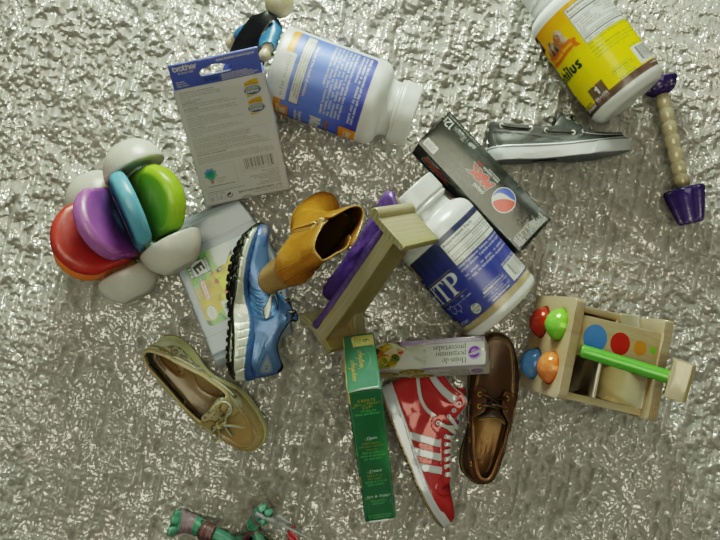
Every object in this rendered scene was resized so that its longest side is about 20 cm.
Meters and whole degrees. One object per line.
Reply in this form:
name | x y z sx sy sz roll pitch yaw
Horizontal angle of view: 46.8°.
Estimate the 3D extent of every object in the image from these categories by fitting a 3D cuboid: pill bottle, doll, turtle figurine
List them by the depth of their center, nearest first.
turtle figurine | -0.156 0.379 1.080 0.195 0.101 0.153 7 72 14
pill bottle | 0.124 -0.023 1.097 0.119 0.120 0.201 -41 88 -3
pill bottle | -0.020 -0.237 1.108 0.196 0.112 0.114 20 87 0
doll | -0.151 -0.286 1.111 0.048 0.136 0.203 23 101 -36
pill bottle | 0.304 -0.308 1.117 0.108 0.109 0.202 -34 82 -3

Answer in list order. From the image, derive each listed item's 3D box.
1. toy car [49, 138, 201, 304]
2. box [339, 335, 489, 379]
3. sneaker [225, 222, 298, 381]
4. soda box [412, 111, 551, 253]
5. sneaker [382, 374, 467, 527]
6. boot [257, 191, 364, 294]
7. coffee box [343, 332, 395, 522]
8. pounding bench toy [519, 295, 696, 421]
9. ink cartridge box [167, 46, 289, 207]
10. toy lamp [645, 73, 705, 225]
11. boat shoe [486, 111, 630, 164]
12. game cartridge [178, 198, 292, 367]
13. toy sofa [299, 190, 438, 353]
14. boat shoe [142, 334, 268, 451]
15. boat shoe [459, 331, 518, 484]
toy car | -0.312 -0.058 1.053 0.198 0.149 0.178 -28 85 29
box | 0.070 0.117 1.095 0.195 0.042 0.040 -5 65 16
sneaker | -0.128 0.040 1.085 0.087 0.078 0.206 3 85 -20
soda box | 0.161 -0.115 1.126 0.063 0.071 0.200 -43 89 -6
sneaker | 0.110 0.229 1.108 0.110 0.071 0.204 -23 86 1
boot | -0.040 -0.053 1.045 0.071 0.143 0.202 48 46 -15
coffee box | 0.011 0.195 1.043 0.043 0.124 0.204 -7 119 0
pounding bench toy | 0.302 0.108 1.044 0.152 0.200 0.127 14 87 -11
ink cartridge box | -0.167 -0.186 1.070 0.116 0.042 0.203 -12 128 -2
toy lamp | 0.431 -0.164 1.144 0.057 0.058 0.205 -14 87 -2
boat shoe | 0.269 -0.184 1.139 0.195 0.070 0.068 -3 89 6
game cartridge | -0.173 0.011 1.130 0.131 0.040 0.204 -23 88 -6
toy sofa | 0.000 0.000 1.058 0.098 0.082 0.201 49 124 21
boat shoe | -0.208 0.170 1.100 0.199 0.063 0.074 39 102 4
boat shoe | 0.177 0.185 1.113 0.070 0.068 0.205 9 87 -1
